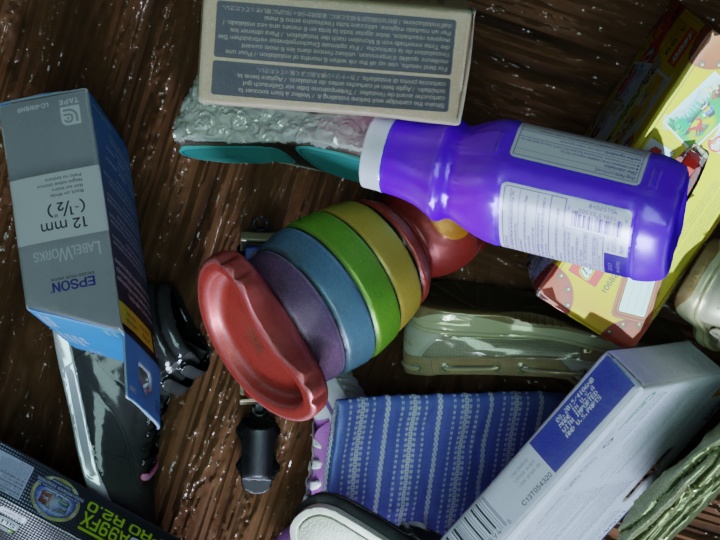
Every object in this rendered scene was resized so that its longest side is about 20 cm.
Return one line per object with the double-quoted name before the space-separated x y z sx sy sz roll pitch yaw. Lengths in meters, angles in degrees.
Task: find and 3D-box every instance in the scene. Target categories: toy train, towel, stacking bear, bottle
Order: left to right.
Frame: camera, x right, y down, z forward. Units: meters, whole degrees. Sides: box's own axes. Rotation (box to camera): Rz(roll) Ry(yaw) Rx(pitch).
"toy train" -0.072 0.063 1.384 0.034 0.046 0.202 1 105 -1
"stacking bear" 0.000 0.000 1.316 0.199 0.114 0.122 -34 90 -23
"towel" 0.062 0.157 1.375 0.199 0.024 0.146 0 102 -31
"bottle" 0.099 -0.051 1.201 0.198 0.066 0.084 14 148 14
"towel" 0.239 0.132 1.336 0.148 0.200 0.037 -46 77 10

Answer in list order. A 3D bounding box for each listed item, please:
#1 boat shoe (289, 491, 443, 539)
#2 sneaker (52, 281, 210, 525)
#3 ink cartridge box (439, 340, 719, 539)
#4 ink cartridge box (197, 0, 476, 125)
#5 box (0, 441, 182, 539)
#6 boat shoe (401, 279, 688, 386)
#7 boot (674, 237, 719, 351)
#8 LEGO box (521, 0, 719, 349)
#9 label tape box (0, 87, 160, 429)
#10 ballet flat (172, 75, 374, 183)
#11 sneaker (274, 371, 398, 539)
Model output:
"boat shoe" 0.030 0.204 1.330 0.200 0.068 0.072 37 125 -25
"sneaker" -0.148 0.099 1.379 0.098 0.071 0.202 -11 101 7
"ink cartridge box" 0.155 0.131 1.321 0.043 0.200 0.197 46 111 21
"ink cartridge box" -0.016 -0.152 1.248 0.163 0.200 0.076 5 105 -1
"box" -0.215 0.217 1.387 0.199 0.044 0.160 30 132 -9
"boat shoe" 0.129 0.055 1.375 0.199 0.073 0.064 7 113 0
"boot" 0.298 0.050 1.289 0.155 0.200 0.073 32 91 24
"LEGO box" 0.194 -0.066 1.300 0.077 0.149 0.201 31 102 -9
"label tape box" -0.179 0.000 1.277 0.066 0.143 0.202 -8 78 2
"ballet flat" -0.036 -0.099 1.303 0.199 0.072 0.072 9 107 23
"sneaker" -0.027 0.164 1.401 0.113 0.073 0.202 -19 105 7
